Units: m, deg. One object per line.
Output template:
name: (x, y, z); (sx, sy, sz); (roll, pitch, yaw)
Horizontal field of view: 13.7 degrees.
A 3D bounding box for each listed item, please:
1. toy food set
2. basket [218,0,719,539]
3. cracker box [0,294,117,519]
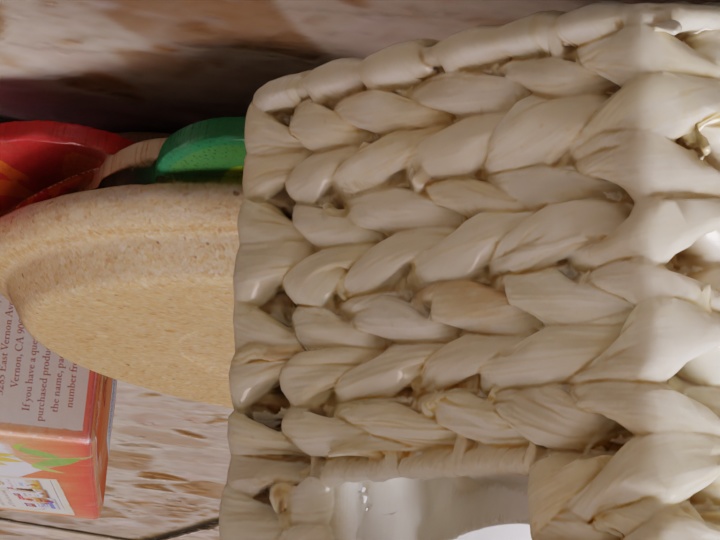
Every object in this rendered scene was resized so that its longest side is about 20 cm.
toy food set: (0.000, 0.000, 0.741); (0.197, 0.049, 0.200); (6, 167, 0)
basket: (0.084, 0.022, 0.559); (0.199, 0.124, 0.135); (2, 174, -36)
cracker box: (-0.176, 0.029, 0.919); (0.199, 0.058, 0.134); (6, 166, -3)
